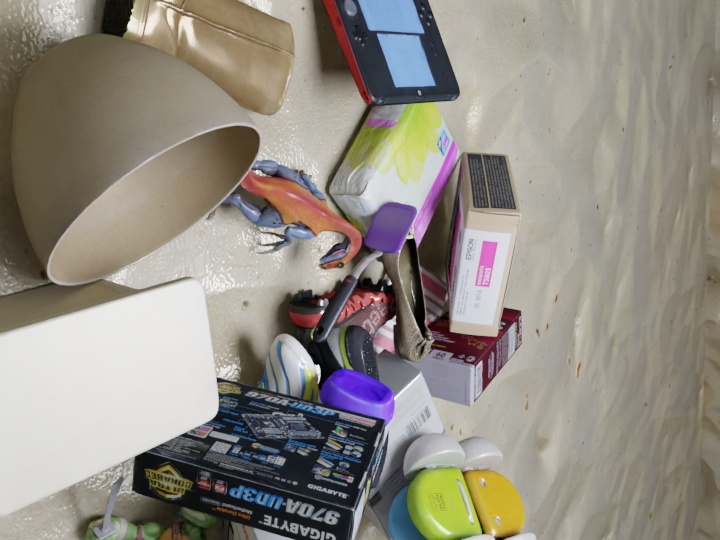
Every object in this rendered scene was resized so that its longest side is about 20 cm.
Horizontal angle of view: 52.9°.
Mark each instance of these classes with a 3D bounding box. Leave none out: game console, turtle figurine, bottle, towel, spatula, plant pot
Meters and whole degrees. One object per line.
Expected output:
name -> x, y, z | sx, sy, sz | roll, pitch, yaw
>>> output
game console -> 0.040, -0.290, 0.886 | 0.198, 0.031, 0.180 | -18, 83, -48
turtle figurine -> -0.201, 0.297, 0.661 | 0.142, 0.199, 0.197 | 29, 75, -14
bottle -> -0.025, 0.211, 0.785 | 0.065, 0.082, 0.204 | -34, 144, -67
towel -> 0.058, 0.087, 1.043 | 0.146, 0.029, 0.205 | 32, 71, -48
spatula -> 0.000, 0.000, 0.830 | 0.202, 0.056, 0.021 | -56, 142, -26
plant pot -> -0.195, -0.103, 0.578 | 0.199, 0.200, 0.136 | -32, 83, -44

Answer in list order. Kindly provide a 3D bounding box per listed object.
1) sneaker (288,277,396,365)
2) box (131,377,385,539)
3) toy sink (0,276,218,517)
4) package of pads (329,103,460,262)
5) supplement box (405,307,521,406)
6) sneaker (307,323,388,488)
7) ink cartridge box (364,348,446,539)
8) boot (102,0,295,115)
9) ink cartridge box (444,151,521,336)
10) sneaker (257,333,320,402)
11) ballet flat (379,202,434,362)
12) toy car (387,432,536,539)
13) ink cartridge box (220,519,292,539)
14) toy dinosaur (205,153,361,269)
sneaker -> -0.011, 0.066, 0.914 | 0.198, 0.070, 0.101 | -14, 107, -48
box -> -0.084, 0.168, 0.666 | 0.159, 0.195, 0.047 | -53, 154, -71
toy sink -> -0.234, 0.083, 0.598 | 0.198, 0.110, 0.134 | -20, 111, -43
package of pads -> 0.051, -0.133, 0.957 | 0.155, 0.067, 0.203 | 50, 58, -44
supplement box -> 0.153, 0.113, 1.053 | 0.199, 0.107, 0.062 | -33, 126, -52
sneaker -> -0.018, 0.155, 0.841 | 0.072, 0.081, 0.205 | -47, 130, -70
ink cartridge box -> 0.037, 0.234, 0.971 | 0.146, 0.082, 0.203 | -38, 127, -21
boot -> -0.140, -0.262, 0.696 | 0.198, 0.065, 0.179 | 8, 102, -51
ink cartridge box -> 0.167, -0.039, 1.021 | 0.166, 0.073, 0.204 | -83, 177, -55
sneaker -> -0.100, 0.173, 0.798 | 0.104, 0.075, 0.204 | -25, 127, -38
ballet flat -> 0.061, 0.016, 0.902 | 0.067, 0.046, 0.206 | -17, 104, -49
toy car -> 0.117, 0.317, 0.929 | 0.197, 0.150, 0.178 | 15, 44, -41
ink cartridge box -> -0.087, 0.296, 0.739 | 0.082, 0.147, 0.204 | -7, 126, -24
toy dinosaur -> -0.068, -0.052, 0.766 | 0.178, 0.200, 0.107 | 24, 94, -19
